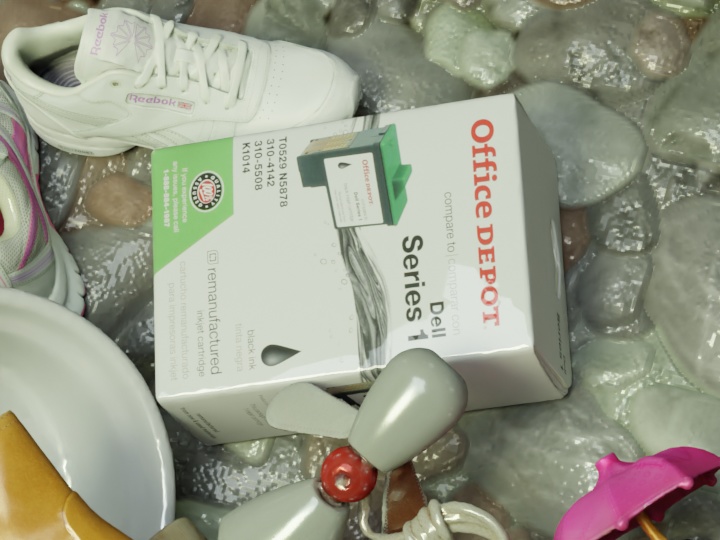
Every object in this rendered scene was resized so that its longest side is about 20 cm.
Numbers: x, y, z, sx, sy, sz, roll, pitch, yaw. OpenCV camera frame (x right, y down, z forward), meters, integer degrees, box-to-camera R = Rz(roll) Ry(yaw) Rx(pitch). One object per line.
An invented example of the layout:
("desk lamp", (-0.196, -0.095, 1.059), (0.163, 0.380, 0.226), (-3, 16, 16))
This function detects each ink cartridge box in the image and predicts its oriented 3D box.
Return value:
("ink cartridge box", (0.000, 0.000, 1.316), (0.200, 0.084, 0.146), (-9, 68, 14))

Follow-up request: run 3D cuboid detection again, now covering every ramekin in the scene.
("ramekin", (-0.201, 0.112, 1.268), (0.098, 0.200, 0.201), (-13, 58, 59))

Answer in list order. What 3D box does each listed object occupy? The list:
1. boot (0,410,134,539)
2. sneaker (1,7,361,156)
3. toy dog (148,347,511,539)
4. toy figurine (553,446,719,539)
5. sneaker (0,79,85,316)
("boot", (-0.127, 0.128, 1.170), (0.201, 0.071, 0.144), (-23, 92, 3))
("sneaker", (-0.101, -0.098, 1.376), (0.200, 0.100, 0.075), (1, 68, 16))
("toy dog", (-0.020, 0.122, 1.243), (0.200, 0.096, 0.132), (-25, 89, 13))
("toy figurine", (0.171, 0.165, 1.184), (0.184, 0.150, 0.200), (20, 96, 28))
("sneaker", (-0.216, -0.053, 1.398), (0.081, 0.088, 0.200), (-31, 64, 3))
